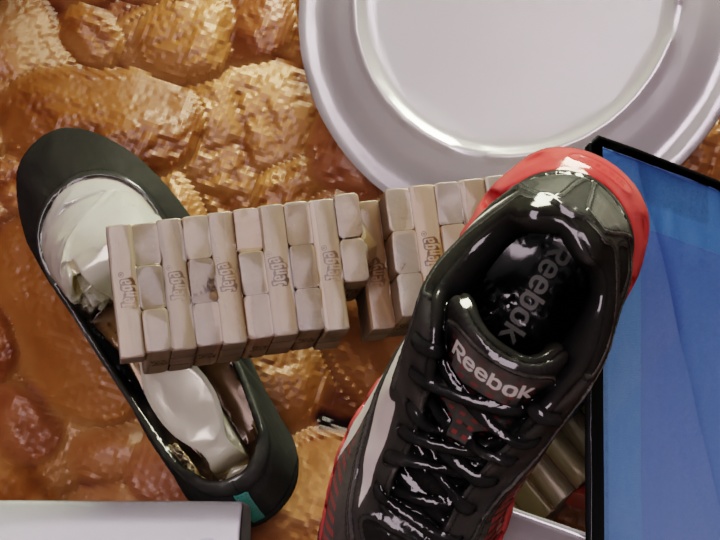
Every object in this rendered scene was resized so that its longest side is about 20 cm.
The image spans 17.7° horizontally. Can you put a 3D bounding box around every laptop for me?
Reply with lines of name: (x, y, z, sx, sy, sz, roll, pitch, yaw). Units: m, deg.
laptop: (0.184, 0.044, 0.908, 0.199, 0.103, 0.178, 1, 80, 2)

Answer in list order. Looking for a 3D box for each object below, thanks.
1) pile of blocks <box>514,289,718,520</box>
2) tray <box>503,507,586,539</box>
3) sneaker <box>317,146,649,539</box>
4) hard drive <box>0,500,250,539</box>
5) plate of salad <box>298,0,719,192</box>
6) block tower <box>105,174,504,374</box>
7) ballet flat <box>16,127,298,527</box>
pile of blocks: (0.075, 0.079, 0.933, 0.200, 0.082, 0.062, -40, 76, -3)
tray: (0.022, 0.175, 0.912, 0.107, 0.022, 0.201, 20, 108, 7)
sneaker: (0.037, 0.049, 0.824, 0.071, 0.098, 0.201, 29, 98, 5)
hard drive: (-0.145, 0.159, 0.927, 0.199, 0.026, 0.133, -1, 78, 8)
plate of salad: (0.071, -0.113, 0.994, 0.199, 0.048, 0.201, -3, 80, 16)
block tower: (0.000, 0.000, 0.921, 0.199, 0.058, 0.054, -7, 80, -8)
ballet flat: (-0.087, 0.016, 0.973, 0.068, 0.068, 0.200, -35, 76, 1)
